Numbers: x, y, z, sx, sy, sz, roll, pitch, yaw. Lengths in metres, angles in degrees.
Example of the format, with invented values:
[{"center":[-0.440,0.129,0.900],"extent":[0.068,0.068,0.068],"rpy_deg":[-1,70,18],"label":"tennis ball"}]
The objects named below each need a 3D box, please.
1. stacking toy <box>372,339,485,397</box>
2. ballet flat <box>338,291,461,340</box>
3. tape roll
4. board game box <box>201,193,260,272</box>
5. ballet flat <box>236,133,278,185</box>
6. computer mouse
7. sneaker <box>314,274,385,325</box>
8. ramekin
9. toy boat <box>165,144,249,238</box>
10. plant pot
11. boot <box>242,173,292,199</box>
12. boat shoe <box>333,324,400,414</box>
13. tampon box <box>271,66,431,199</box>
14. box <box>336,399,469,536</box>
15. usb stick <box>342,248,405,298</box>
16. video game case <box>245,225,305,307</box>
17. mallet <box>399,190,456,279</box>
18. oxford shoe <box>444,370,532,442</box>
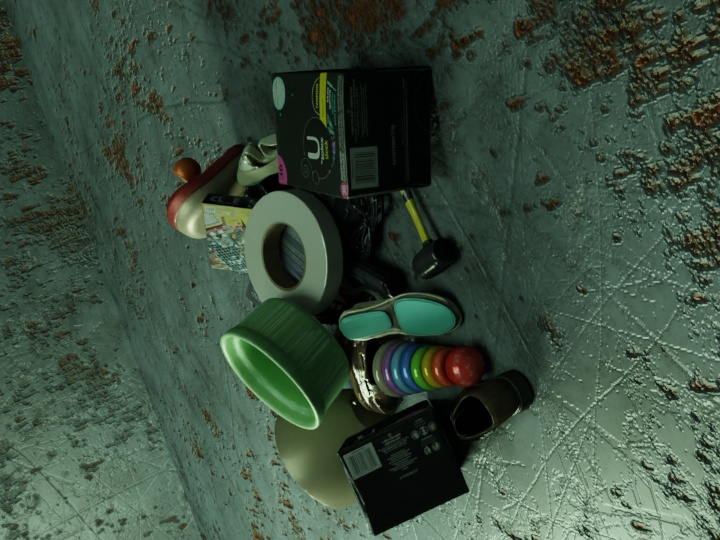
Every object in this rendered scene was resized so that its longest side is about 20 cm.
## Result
[{"center":[0.102,0.134,1.230],"extent":[0.199,0.085,0.086],"rpy_deg":[-15,97,57],"label":"stacking toy"},{"center":[0.058,0.057,1.241],"extent":[0.198,0.062,0.068],"rpy_deg":[-6,111,31],"label":"ballet flat"},{"center":[-0.107,-0.024,1.358],"extent":[0.201,0.037,0.205],"rpy_deg":[11,106,43],"label":"tape roll"},{"center":[-0.165,-0.056,1.488],"extent":[0.197,0.035,0.137],"rpy_deg":[8,126,11],"label":"board game box"},{"center":[-0.152,-0.189,1.423],"extent":[0.199,0.069,0.070],"rpy_deg":[-11,101,43],"label":"ballet flat"},{"center":[-0.032,-0.124,1.316],"extent":[0.200,0.053,0.139],"rpy_deg":[43,146,21],"label":"computer mouse"},{"center":[-0.029,0.065,1.401],"extent":[0.199,0.086,0.081],"rpy_deg":[21,129,55],"label":"sneaker"},{"center":[-0.110,0.137,1.331],"extent":[0.199,0.098,0.201],"rpy_deg":[34,152,20],"label":"ramekin"},{"center":[-0.283,-0.157,1.575],"extent":[0.130,0.200,0.131],"rpy_deg":[31,142,11],"label":"toy boat"},{"center":[-0.029,0.280,1.484],"extent":[0.134,0.200,0.201],"rpy_deg":[-43,67,24],"label":"plant pot"},{"center":[-0.149,-0.077,1.549],"extent":[0.199,0.073,0.163],"rpy_deg":[58,146,16],"label":"boot"},{"center":[0.023,0.161,1.360],"extent":[0.070,0.071,0.201],"rpy_deg":[12,145,38],"label":"boat shoe"},{"center":[-0.016,-0.182,1.124],"extent":[0.199,0.125,0.152],"rpy_deg":[18,114,57],"label":"tampon box"},{"center":[0.060,0.275,1.250],"extent":[0.200,0.147,0.125],"rpy_deg":[60,-174,-84],"label":"box"},{"center":[0.000,0.000,1.347],"extent":[0.055,0.033,0.199],"rpy_deg":[43,171,-36],"label":"usb stick"},{"center":[-0.117,-0.005,1.413],"extent":[0.143,0.019,0.202],"rpy_deg":[40,123,33],"label":"video game case"},{"center":[0.065,-0.082,1.179],"extent":[0.202,0.041,0.066],"rpy_deg":[64,150,17],"label":"mallet"},{"center":[0.147,0.193,1.172],"extent":[0.073,0.084,0.200],"rpy_deg":[58,153,15],"label":"oxford shoe"}]
